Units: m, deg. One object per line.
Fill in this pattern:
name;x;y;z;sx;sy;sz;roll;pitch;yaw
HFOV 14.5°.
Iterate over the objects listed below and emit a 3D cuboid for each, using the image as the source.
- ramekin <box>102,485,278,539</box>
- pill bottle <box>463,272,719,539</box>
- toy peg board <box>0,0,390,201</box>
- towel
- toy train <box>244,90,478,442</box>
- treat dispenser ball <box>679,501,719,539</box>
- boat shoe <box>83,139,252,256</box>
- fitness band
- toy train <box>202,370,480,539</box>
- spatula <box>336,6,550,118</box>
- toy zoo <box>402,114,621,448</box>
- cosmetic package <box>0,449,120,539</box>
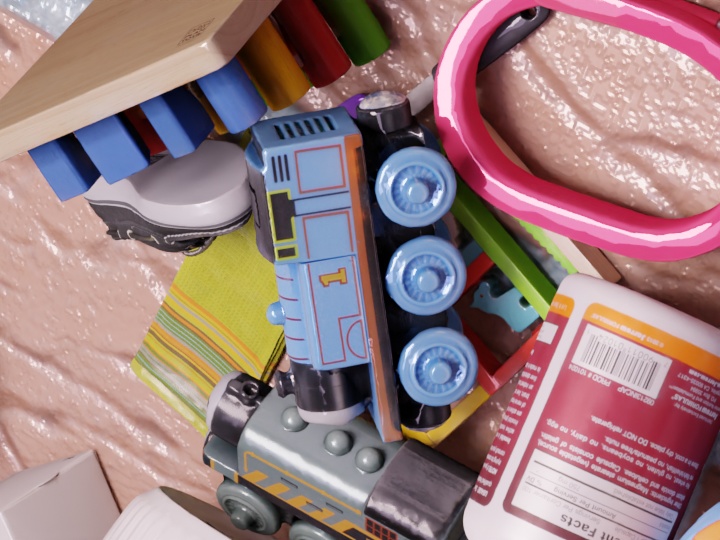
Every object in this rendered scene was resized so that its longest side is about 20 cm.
ramekin;-0.080;0.214;1.725;0.199;0.200;0.105;29;90;20
pill bottle;0.125;0.112;1.550;0.113;0.113;0.201;23;89;23
toy peg board;-0.090;-0.110;1.609;0.199;0.199;0.098;-20;113;37
towel;-0.077;0.014;1.751;0.086;0.018;0.201;37;124;14
toy train;0.000;0.000;1.596;0.113;0.087;0.201;-9;108;-4
treat dispenser ball;0.247;0.207;1.505;0.200;0.201;0.202;13;116;28
boat shoe;-0.109;-0.040;1.690;0.200;0.068;0.057;16;134;62
fitness band;0.134;-0.085;1.551;0.199;0.037;0.144;20;116;19
toy train;-0.008;0.129;1.694;0.199;0.085;0.114;29;150;18
spatula;0.038;-0.101;1.627;0.200;0.021;0.057;-36;87;37
toy zoo;0.042;0.017;1.660;0.131;0.020;0.200;49;122;6
cosmetic package;-0.192;0.234;1.859;0.085;0.107;0.201;-18;97;37
